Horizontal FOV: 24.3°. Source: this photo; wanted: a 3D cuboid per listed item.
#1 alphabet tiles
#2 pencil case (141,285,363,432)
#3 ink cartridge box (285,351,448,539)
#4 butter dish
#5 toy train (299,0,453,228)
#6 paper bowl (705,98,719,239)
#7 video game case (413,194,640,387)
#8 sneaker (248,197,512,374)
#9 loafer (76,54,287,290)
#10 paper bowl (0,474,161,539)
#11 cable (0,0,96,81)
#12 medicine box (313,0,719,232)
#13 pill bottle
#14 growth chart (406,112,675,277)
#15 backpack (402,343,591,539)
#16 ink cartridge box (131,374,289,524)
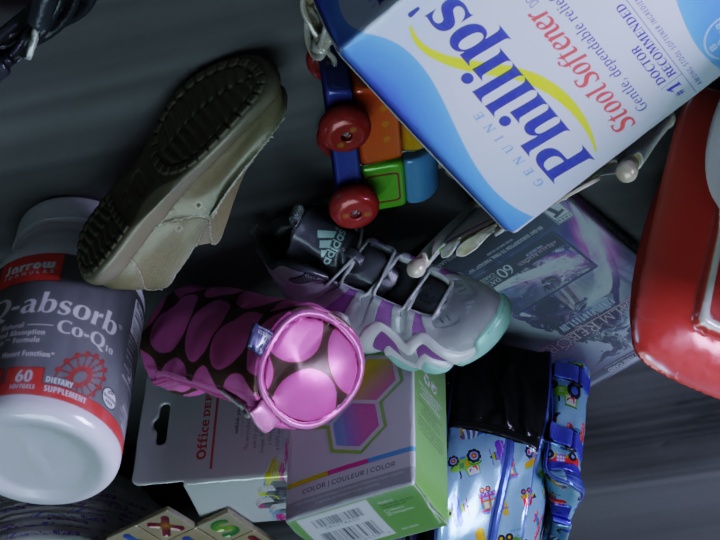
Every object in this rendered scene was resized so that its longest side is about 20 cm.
[{"bbox_3d":[-0.129,0.254,1.375,0.165,0.006,0.200,-28,134,25],"label":"alphabet tiles"},{"bbox_3d":[-0.086,0.061,1.187,0.091,0.094,0.199,43,162,-24],"label":"pencil case"},{"bbox_3d":[0.006,0.100,1.225,0.103,0.201,0.059,-19,135,21],"label":"ink cartridge box"},{"bbox_3d":[0.258,0.007,1.151,0.198,0.202,0.148,20,162,-17],"label":"butter dish"},{"bbox_3d":[0.025,-0.123,1.074,0.114,0.085,0.201,-9,137,-2],"label":"toy train"},{"bbox_3d":[0.287,-0.081,1.011,0.200,0.104,0.202,-29,137,-32],"label":"paper bowl"},{"bbox_3d":[0.150,0.015,1.261,0.142,0.019,0.199,-33,126,33],"label":"video game case"},{"bbox_3d":[0.000,0.000,1.165,0.199,0.078,0.140,4,145,41],"label":"sneaker"},{"bbox_3d":[-0.113,-0.063,1.136,0.067,0.076,0.200,26,119,-42],"label":"loafer"},{"bbox_3d":[-0.249,0.247,1.461,0.198,0.105,0.202,2,137,2],"label":"paper bowl"},{"bbox_3d":[-0.223,-0.180,0.983,0.162,0.051,0.201,-27,151,-8],"label":"cable"},{"bbox_3d":[0.103,-0.156,0.972,0.199,0.103,0.182,-38,127,13],"label":"medicine box"},{"bbox_3d":[-0.214,0.053,1.184,0.114,0.201,0.116,1,139,1],"label":"pill bottle"},{"bbox_3d":[0.116,-0.050,1.093,0.199,0.145,0.018,-26,100,38],"label":"growth chart"},{"bbox_3d":[0.100,0.177,1.290,0.133,0.202,0.183,8,144,2],"label":"backpack"},{"bbox_3d":[-0.072,0.133,1.329,0.198,0.116,0.068,-5,140,10],"label":"ink cartridge box"}]
